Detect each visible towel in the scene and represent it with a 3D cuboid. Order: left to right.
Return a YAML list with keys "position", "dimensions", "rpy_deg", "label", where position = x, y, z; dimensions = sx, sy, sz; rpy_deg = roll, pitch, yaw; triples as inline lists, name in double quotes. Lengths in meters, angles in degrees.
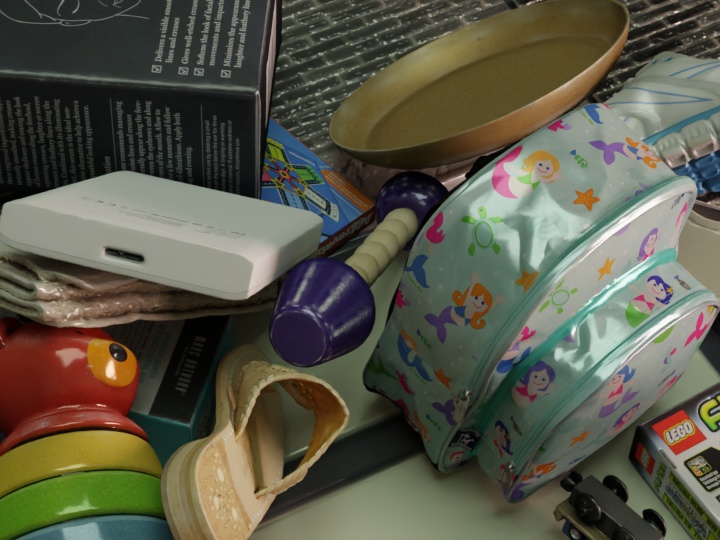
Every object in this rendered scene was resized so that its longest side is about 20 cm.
- position: [-0.147, -0.005, 1.061]
  dimensions: [0.132, 0.035, 0.200]
  rpy_deg: [19, 13, 32]
  label: "towel"

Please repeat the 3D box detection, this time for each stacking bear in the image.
- position: [-0.143, 0.116, 0.974]
  dimensions: [0.121, 0.114, 0.201]
  rpy_deg: [15, 52, -43]
  label: "stacking bear"

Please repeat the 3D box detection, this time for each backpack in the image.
- position: [0.101, 0.015, 1.033]
  dimensions: [0.177, 0.201, 0.151]
  rpy_deg: [-33, 62, -27]
  label: "backpack"

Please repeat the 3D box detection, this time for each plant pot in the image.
- position: [0.076, -0.113, 1.189]
  dimensions: [0.199, 0.028, 0.200]
  rpy_deg: [-21, 21, 9]
  label: "plant pot"

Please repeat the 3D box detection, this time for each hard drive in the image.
- position: [-0.101, -0.022, 1.041]
  dimensions: [0.131, 0.027, 0.200]
  rpy_deg: [13, 10, 7]
  label: "hard drive"

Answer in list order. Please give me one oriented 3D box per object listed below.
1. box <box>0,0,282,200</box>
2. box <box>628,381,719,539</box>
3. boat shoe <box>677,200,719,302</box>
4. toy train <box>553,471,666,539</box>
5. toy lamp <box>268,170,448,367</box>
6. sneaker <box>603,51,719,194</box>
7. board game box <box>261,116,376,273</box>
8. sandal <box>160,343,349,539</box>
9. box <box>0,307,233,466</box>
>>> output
- position: [-0.152, -0.132, 1.174]
  dimensions: [0.199, 0.107, 0.149]
  rpy_deg: [5, 51, 0]
  label: "box"
- position: [0.264, 0.094, 1.085]
  dimensions: [0.199, 0.035, 0.110]
  rpy_deg: [-24, 56, -21]
  label: "box"
- position: [0.205, -0.007, 1.159]
  dimensions: [0.199, 0.063, 0.073]
  rpy_deg: [10, 85, 19]
  label: "boat shoe"
- position: [0.177, 0.179, 1.005]
  dimensions: [0.034, 0.046, 0.200]
  rpy_deg: [-27, 59, -37]
  label: "toy train"
- position: [0.000, 0.000, 1.085]
  dimensions: [0.058, 0.059, 0.200]
  rpy_deg: [20, 25, 13]
  label: "toy lamp"
- position: [0.165, -0.082, 1.129]
  dimensions: [0.199, 0.075, 0.087]
  rpy_deg: [-15, 54, 12]
  label: "sneaker"
- position: [-0.095, -0.067, 1.206]
  dimensions: [0.103, 0.020, 0.200]
  rpy_deg: [-36, 61, -26]
  label: "board game box"
- position: [-0.040, 0.087, 0.996]
  dimensions: [0.069, 0.078, 0.212]
  rpy_deg: [-18, 12, 15]
  label: "sandal"
- position: [-0.178, 0.048, 1.088]
  dimensions: [0.199, 0.049, 0.083]
  rpy_deg: [13, 52, 7]
  label: "box"
